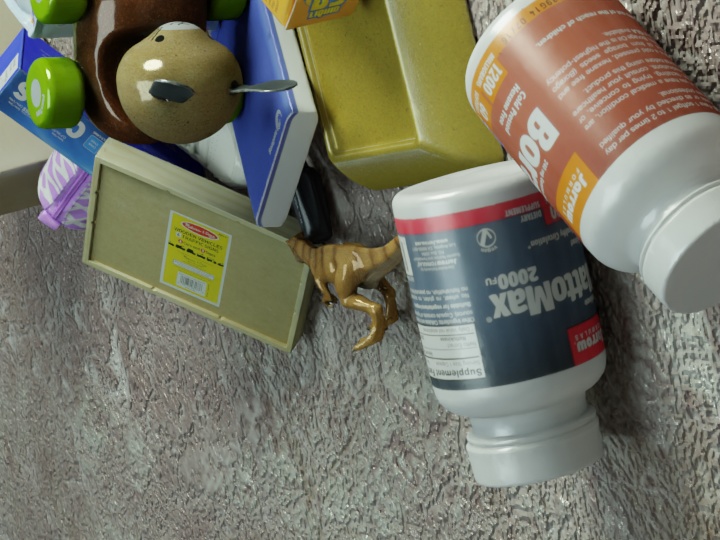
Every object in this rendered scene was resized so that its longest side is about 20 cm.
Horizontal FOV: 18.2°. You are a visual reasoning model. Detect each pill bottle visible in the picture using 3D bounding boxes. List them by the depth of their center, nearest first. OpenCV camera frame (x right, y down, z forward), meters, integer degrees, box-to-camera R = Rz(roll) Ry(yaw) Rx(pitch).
[{"bbox_3d":[0.157,-0.073,1.330,0.200,0.112,0.113,54,146,33],"label":"pill bottle"},{"bbox_3d":[0.099,0.034,1.489,0.119,0.119,0.202,1,106,61],"label":"pill bottle"}]

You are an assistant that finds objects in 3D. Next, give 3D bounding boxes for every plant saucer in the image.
[{"bbox_3d":[0.012,-0.156,1.620,0.200,0.048,0.201,-5,99,62],"label":"plant saucer"}]

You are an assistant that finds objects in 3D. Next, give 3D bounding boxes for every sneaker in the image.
[{"bbox_3d":[-0.153,-0.125,1.883,0.200,0.099,0.075,45,135,41],"label":"sneaker"}]

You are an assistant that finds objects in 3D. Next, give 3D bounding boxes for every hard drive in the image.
[{"bbox_3d":[-0.078,-0.154,1.748,0.132,0.025,0.201,111,151,-49],"label":"hard drive"}]

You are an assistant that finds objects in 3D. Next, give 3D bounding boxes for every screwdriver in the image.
[{"bbox_3d":[-0.058,-0.118,1.802,0.029,0.028,0.201,66,-171,-79],"label":"screwdriver"}]

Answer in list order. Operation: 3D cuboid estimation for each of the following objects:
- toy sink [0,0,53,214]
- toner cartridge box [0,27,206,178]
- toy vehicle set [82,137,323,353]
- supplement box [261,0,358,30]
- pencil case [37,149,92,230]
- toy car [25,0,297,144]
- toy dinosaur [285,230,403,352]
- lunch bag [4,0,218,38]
[{"bbox_3d":[-0.373,-0.164,2.217,0.201,0.130,0.112,64,151,15],"label":"toy sink"},{"bbox_3d":[-0.220,-0.117,1.905,0.043,0.200,0.095,-46,22,18],"label":"toner cartridge box"},{"bbox_3d":[-0.132,-0.019,1.858,0.199,0.027,0.125,24,135,8],"label":"toy vehicle set"},{"bbox_3d":[-0.074,-0.259,1.583,0.200,0.066,0.069,51,139,30],"label":"supplement box"},{"bbox_3d":[-0.238,-0.103,2.063,0.084,0.086,0.200,32,153,-8],"label":"pencil case"},{"bbox_3d":[-0.137,-0.158,1.657,0.200,0.163,0.159,28,118,58],"label":"toy car"},{"bbox_3d":[0.000,0.000,1.696,0.199,0.060,0.107,-6,113,54],"label":"toy dinosaur"},{"bbox_3d":[-0.189,-0.295,1.764,0.127,0.168,0.201,53,141,44],"label":"lunch bag"}]
